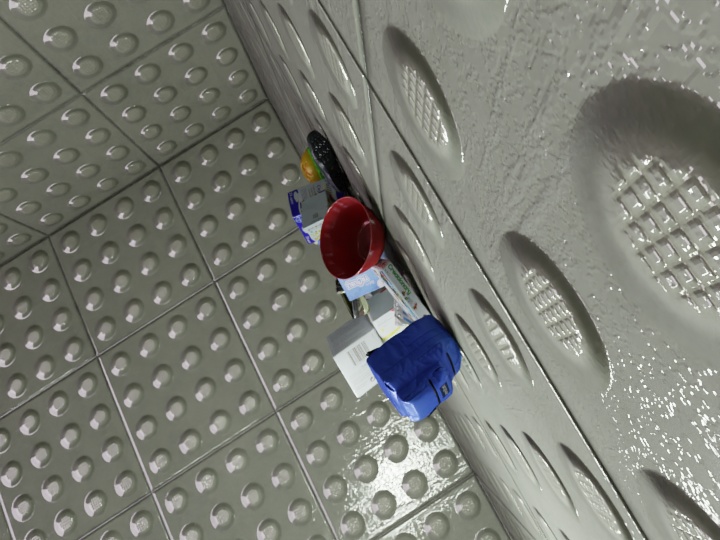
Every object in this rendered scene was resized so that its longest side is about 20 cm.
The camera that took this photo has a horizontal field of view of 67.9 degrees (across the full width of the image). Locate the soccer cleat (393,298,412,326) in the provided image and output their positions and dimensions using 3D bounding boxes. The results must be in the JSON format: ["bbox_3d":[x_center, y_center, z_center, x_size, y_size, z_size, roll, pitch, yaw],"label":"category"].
[{"bbox_3d":[0.125,0.112,1.577,0.205,0.084,0.070,62,177,-12],"label":"soccer cleat"}]

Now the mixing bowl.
[{"bbox_3d":[-0.006,-0.079,1.378,0.106,0.202,0.203,4,-135,-45],"label":"mixing bowl"}]

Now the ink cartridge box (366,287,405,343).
[{"bbox_3d":[0.107,0.148,1.729,0.084,0.142,0.202,56,176,38],"label":"ink cartridge box"}]

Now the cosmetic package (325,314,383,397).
[{"bbox_3d":[0.000,0.275,1.790,0.170,0.164,0.200,58,178,-16],"label":"cosmetic package"}]

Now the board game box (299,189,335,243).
[{"bbox_3d":[-0.102,-0.154,1.746,0.200,0.102,0.106,42,-148,-55],"label":"board game box"}]

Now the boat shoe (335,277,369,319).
[{"bbox_3d":[-0.043,0.052,1.623,0.071,0.065,0.206,-21,100,59],"label":"boat shoe"}]

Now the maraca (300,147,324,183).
[{"bbox_3d":[-0.156,-0.367,1.871,0.140,0.105,0.200,61,178,-9],"label":"maraca"}]

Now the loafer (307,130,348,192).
[{"bbox_3d":[-0.104,-0.328,1.628,0.204,0.067,0.070,58,169,-18],"label":"loafer"}]

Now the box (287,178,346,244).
[{"bbox_3d":[-0.129,-0.209,1.857,0.185,0.193,0.108,63,-172,-61],"label":"box"}]

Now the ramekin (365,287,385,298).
[{"bbox_3d":[0.000,0.000,1.740,0.200,0.092,0.210,33,-132,-45],"label":"ramekin"}]

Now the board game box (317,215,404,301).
[{"bbox_3d":[-0.002,-0.038,1.511,0.203,0.196,0.043,60,-141,-7],"label":"board game box"}]

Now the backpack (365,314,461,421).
[{"bbox_3d":[0.141,0.223,1.217,0.168,0.198,0.165,45,167,39],"label":"backpack"}]

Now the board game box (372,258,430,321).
[{"bbox_3d":[0.107,0.058,1.400,0.202,0.034,0.126,52,173,-14],"label":"board game box"}]
